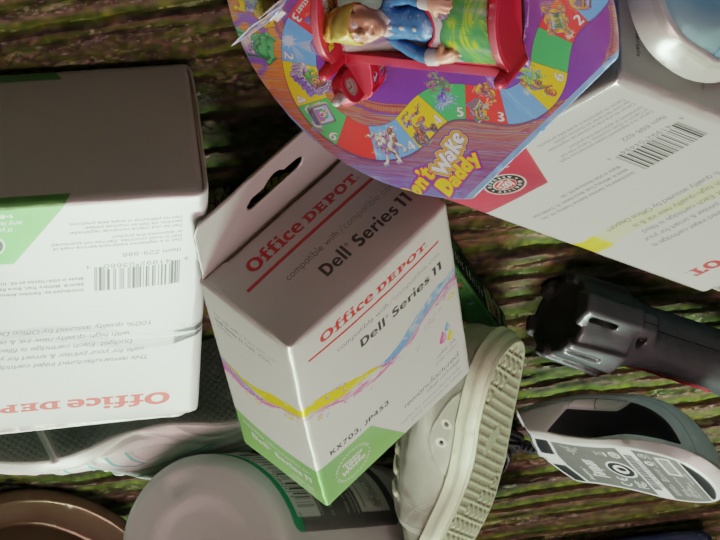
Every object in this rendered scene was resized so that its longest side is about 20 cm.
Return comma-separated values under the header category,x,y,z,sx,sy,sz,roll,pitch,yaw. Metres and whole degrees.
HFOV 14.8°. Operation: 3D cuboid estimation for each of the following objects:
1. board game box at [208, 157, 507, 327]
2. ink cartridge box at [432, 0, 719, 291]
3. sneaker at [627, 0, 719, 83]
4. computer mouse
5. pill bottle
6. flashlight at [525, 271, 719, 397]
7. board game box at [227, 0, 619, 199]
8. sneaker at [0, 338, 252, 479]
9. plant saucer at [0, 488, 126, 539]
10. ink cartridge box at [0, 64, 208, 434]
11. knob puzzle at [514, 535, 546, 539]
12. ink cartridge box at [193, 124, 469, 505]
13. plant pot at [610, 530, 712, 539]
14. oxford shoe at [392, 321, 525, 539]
category,x,y,z,sx,sy,sz,roll,pitch,yaw
board game box,0.000,0.000,1.515,0.104,0.024,0.200,-21,144,12
ink cartridge box,0.148,-0.073,1.373,0.199,0.084,0.145,19,147,-35
sneaker,0.206,-0.136,1.294,0.199,0.074,0.082,-9,165,-45
computer mouse,0.131,0.093,1.608,0.199,0.044,0.110,7,153,37
pill bottle,-0.041,0.161,1.614,0.113,0.114,0.200,-27,164,24
flashlight,0.187,0.052,1.607,0.199,0.068,0.068,17,112,-28
board game box,0.020,-0.109,1.265,0.158,0.039,0.200,43,132,-4
sneaker,-0.141,0.092,1.574,0.199,0.071,0.080,-5,149,-8
plant saucer,-0.193,0.232,1.664,0.199,0.202,0.029,11,162,-27
ink cartridge box,-0.155,-0.007,1.412,0.145,0.085,0.201,-4,145,-9
knob puzzle,0.009,0.230,1.695,0.218,0.220,0.031,-17,103,11
ink cartridge box,-0.012,0.018,1.415,0.117,0.067,0.201,-43,151,-19
plant pot,0.151,0.307,1.854,0.198,0.201,0.180,-8,153,-2
oxford shoe,0.046,0.105,1.578,0.057,0.075,0.201,25,130,19
